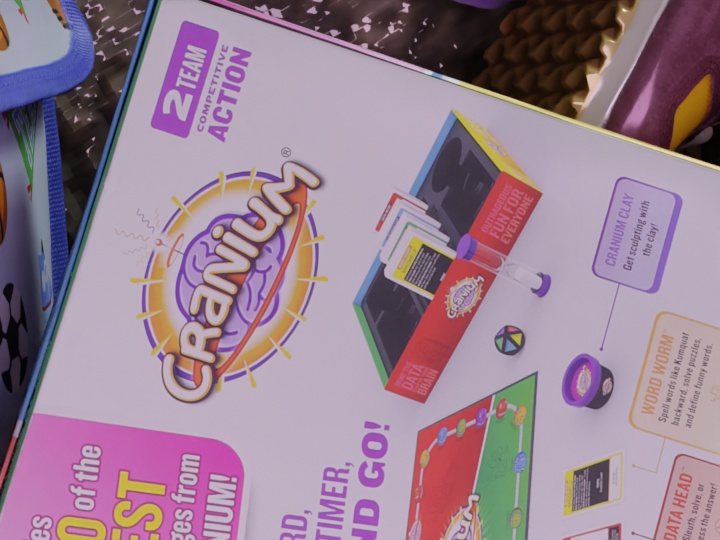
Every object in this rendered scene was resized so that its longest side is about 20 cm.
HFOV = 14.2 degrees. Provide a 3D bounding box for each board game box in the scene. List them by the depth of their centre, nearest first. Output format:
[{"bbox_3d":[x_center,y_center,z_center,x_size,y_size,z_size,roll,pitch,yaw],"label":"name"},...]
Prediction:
[{"bbox_3d":[0.026,0.040,0.637,0.199,0.040,0.154,18,79,-5],"label":"board game box"}]

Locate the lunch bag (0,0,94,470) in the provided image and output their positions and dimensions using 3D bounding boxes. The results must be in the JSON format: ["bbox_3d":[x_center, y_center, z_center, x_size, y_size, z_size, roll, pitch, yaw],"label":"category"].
[{"bbox_3d":[-0.131,-0.021,0.641,0.123,0.170,0.201,-1,99,11],"label":"lunch bag"}]

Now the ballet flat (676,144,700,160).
[{"bbox_3d":[0.000,0.000,0.756,0.199,0.062,0.068,-31,108,-11],"label":"ballet flat"}]

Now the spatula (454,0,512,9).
[{"bbox_3d":[0.047,-0.165,0.722,0.056,0.021,0.201,11,98,-32],"label":"spatula"}]

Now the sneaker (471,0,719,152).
[{"bbox_3d":[0.096,-0.066,0.722,0.090,0.075,0.201,30,83,-21],"label":"sneaker"}]
